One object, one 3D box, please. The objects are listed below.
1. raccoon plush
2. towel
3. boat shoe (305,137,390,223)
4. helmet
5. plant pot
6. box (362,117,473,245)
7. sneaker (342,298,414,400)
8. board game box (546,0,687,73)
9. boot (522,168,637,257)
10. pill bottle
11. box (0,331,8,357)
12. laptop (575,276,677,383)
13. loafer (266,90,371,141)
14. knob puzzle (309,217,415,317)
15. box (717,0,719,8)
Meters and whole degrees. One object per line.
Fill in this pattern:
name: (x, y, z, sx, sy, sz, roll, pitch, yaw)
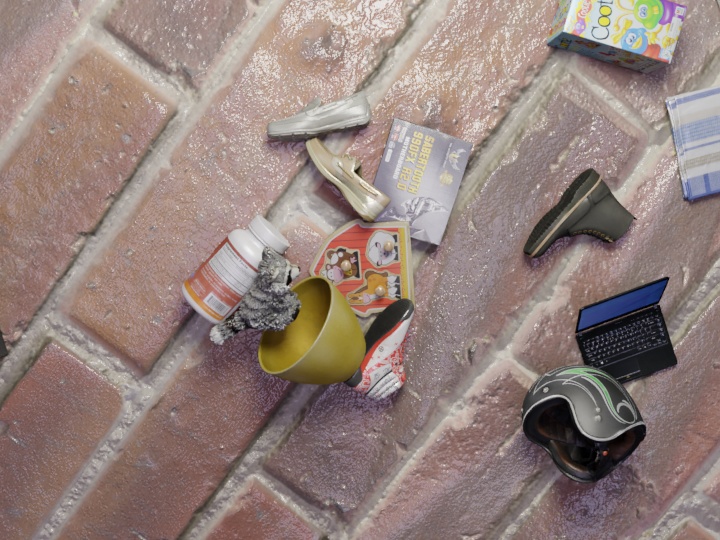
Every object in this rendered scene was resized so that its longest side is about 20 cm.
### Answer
raccoon plush: (-0.190, 0.052, 1.193, 0.199, 0.134, 0.097, -36, 52, -11)
towel: (0.663, -0.247, 1.290, 0.145, 0.024, 0.202, -15, 98, -1)
boat shoe: (-0.023, -0.179, 1.252, 0.065, 0.072, 0.200, -44, 73, 15)
helmet: (0.406, 0.271, 1.266, 0.199, 0.191, 0.201, -21, 135, -22)
plant pot: (-0.072, 0.131, 1.264, 0.142, 0.200, 0.200, 36, 96, -31)
box: (0.105, -0.166, 1.284, 0.157, 0.048, 0.202, 19, 97, -2)
sneaker: (0.059, 0.156, 1.307, 0.108, 0.067, 0.202, 37, 92, -31)
board game box: (0.457, -0.441, 1.225, 0.198, 0.105, 0.104, 15, 96, -3)
boot: (0.419, -0.072, 1.287, 0.138, 0.077, 0.200, 41, 96, -9)
pill bottle: (-0.230, -0.003, 1.272, 0.112, 0.112, 0.200, 44, 94, -5)
box: (-0.805, 0.127, 1.279, 0.198, 0.124, 0.150, -13, 98, 1)
laptop: (0.513, 0.127, 1.292, 0.176, 0.103, 0.202, -20, 96, 3)
loafer: (-0.079, -0.286, 1.264, 0.198, 0.070, 0.071, -12, 89, -5)
knob puzzle: (0.000, 0.000, 1.290, 0.217, 0.031, 0.222, 2, 112, 4)
box: (0.761, -0.499, 1.185, 0.197, 0.171, 0.202, -22, 97, 3)
